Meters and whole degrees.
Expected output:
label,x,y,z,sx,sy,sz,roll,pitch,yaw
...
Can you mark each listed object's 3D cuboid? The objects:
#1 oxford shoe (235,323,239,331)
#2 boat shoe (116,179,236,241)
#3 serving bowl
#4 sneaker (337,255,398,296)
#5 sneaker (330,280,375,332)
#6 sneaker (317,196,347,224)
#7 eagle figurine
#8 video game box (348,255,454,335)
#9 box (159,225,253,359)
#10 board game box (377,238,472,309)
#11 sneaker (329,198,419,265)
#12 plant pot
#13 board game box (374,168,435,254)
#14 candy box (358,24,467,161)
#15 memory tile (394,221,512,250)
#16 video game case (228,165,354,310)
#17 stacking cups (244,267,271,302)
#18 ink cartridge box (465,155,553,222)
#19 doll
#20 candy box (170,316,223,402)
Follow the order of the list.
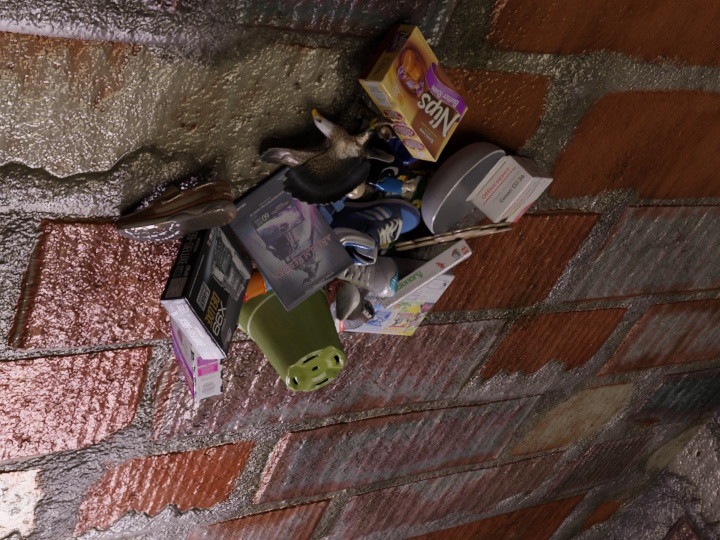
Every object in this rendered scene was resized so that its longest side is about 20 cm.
label,x,y,z,sx,sy,sz,roll,pitch,yaw
oxford shoe,-0.247,0.059,1.784,0.075,0.058,0.201,-5,134,-26
boat shoe,-0.296,-0.098,1.558,0.198,0.072,0.076,-12,160,5
serving bowl,0.179,-0.164,1.796,0.200,0.066,0.200,-42,162,-17
sneaker,0.000,0.000,1.778,0.080,0.200,0.077,-2,107,-32
sneaker,-0.008,0.068,1.877,0.081,0.078,0.200,0,165,-10
sneaker,-0.071,-0.110,1.692,0.199,0.082,0.074,-38,142,5
eagle figurine,-0.048,-0.193,1.565,0.200,0.151,0.152,-43,175,-1
video game box,0.074,0.055,2.017,0.199,0.047,0.183,8,126,-40
box,-0.250,0.021,1.602,0.049,0.201,0.158,-6,137,20
board game box,0.126,0.009,1.886,0.199,0.035,0.126,-34,176,2
sneaker,0.029,-0.057,1.742,0.198,0.147,0.081,1,132,-19
plant pot,-0.120,0.121,1.834,0.198,0.191,0.201,-19,141,-16
board game box,0.064,-0.109,1.841,0.104,0.024,0.201,-6,137,-34
candy box,0.088,-0.283,1.560,0.117,0.056,0.200,-58,135,-17
memory tile,0.178,-0.065,1.857,0.199,0.017,0.153,-13,178,44
video game case,-0.123,-0.054,1.644,0.142,0.201,0.019,-35,179,6
stacking cups,-0.169,0.009,1.754,0.199,0.061,0.061,-25,144,-23
ink cartridge box,0.285,-0.153,1.842,0.117,0.067,0.200,-51,163,19
doll,0.053,-0.191,1.657,0.199,0.137,0.048,-37,171,-8
candy box,-0.298,0.122,1.753,0.060,0.137,0.201,-16,142,-20
